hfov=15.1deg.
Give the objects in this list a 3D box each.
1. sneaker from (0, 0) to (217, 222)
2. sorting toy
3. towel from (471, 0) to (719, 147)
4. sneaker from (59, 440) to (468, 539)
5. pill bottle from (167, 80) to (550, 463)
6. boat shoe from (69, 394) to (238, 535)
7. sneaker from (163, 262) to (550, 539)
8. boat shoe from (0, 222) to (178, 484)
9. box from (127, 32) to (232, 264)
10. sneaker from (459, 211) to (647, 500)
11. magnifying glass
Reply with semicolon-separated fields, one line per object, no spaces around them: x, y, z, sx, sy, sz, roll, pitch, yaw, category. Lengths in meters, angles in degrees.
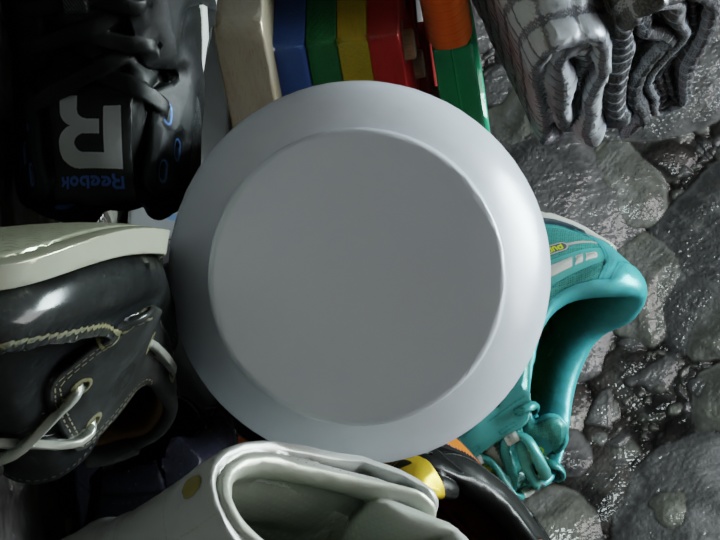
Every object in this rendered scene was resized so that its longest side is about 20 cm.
-0.076;-0.080;0.797;0.200;0.073;0.112;74;14;-63;sneaker
-0.006;-0.079;1.096;0.199;0.070;0.200;-90;172;-49;sorting toy
0.077;-0.143;1.069;0.200;0.086;0.166;57;9;-79;towel
0.004;0.120;0.763;0.200;0.116;0.074;34;39;-31;sneaker
0.000;0.000;0.823;0.200;0.112;0.112;-37;123;-89;pill bottle
-0.052;0.083;0.895;0.200;0.075;0.093;-42;133;-83;boat shoe
0.001;0.064;0.947;0.200;0.070;0.090;43;-9;0;sneaker
-0.081;0.021;0.698;0.200;0.072;0.068;46;40;-85;boat shoe
-0.054;-0.010;1.102;0.200;0.041;0.156;80;8;-52;box
0.036;0.063;1.023;0.200;0.080;0.078;-58;148;-15;sneaker
0.038;-0.090;1.078;0.200;0.022;0.080;66;17;-70;magnifying glass
